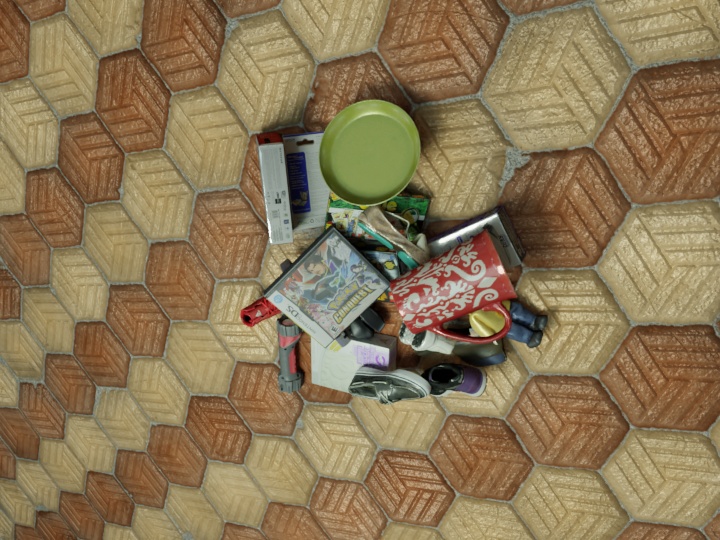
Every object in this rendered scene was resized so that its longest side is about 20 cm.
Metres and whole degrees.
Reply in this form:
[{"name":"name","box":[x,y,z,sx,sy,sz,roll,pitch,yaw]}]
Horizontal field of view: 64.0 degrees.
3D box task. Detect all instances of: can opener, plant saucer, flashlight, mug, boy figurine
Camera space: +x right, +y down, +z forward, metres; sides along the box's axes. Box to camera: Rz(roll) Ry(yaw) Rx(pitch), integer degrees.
[{"name":"can opener","box":[-0.039,0.081,1.279,0.200,0.063,0.079,39,85,-7]},{"name":"plant saucer","box":[0.018,-0.218,1.083,0.198,0.031,0.202,-2,85,17]},{"name":"flashlight","box":[-0.169,0.206,1.419,0.067,0.068,0.202,10,119,23]},{"name":"mug","box":[0.168,0.043,1.029,0.199,0.179,0.134,-24,144,13]},{"name":"boy figurine","box":[0.264,0.077,1.135,0.199,0.064,0.125,25,79,-2]}]

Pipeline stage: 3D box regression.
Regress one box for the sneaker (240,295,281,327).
[{"name":"sneaker","box":[-0.201,0.084,1.350,0.199,0.115,0.079,-32,95,31]}]

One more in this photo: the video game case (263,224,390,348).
[{"name":"video game case","box":[-0.065,0.037,1.176,0.200,0.026,0.181,-43,113,8]}]

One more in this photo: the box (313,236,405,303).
[{"name":"box","box":[0.000,0.000,1.247,0.198,0.040,0.138,5,129,23]}]

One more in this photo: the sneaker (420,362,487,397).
[{"name":"sneaker","box":[0.170,0.221,1.215,0.087,0.076,0.200,20,159,-25]}]

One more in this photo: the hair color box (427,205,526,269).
[{"name":"hair color box","box":[0.211,-0.035,1.141,0.199,0.065,0.110,-24,99,32]}]

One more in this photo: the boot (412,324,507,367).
[{"name":"boot","box":[0.211,0.172,1.219,0.199,0.075,0.098,-23,97,28]}]

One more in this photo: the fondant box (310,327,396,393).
[{"name":"fondant box","box":[-0.017,0.213,1.352,0.198,0.058,0.146,9,114,20]}]

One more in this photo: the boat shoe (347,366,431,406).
[{"name":"boat shoe","box":[0.059,0.258,1.236,0.199,0.071,0.072,-4,128,42]}]

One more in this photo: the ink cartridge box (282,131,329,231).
[{"name":"ink cartridge box","box":[-0.111,-0.189,1.215,0.094,0.037,0.202,-10,113,-15]}]

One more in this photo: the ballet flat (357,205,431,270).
[{"name":"ballet flat","box":[0.086,-0.058,1.117,0.200,0.068,0.067,39,83,-8]}]

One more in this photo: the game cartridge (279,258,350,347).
[{"name":"game cartridge","box":[-0.102,0.071,1.268,0.038,0.130,0.200,-40,114,-3]}]

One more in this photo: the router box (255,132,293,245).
[{"name":"router box","box":[-0.180,-0.176,1.201,0.048,0.180,0.202,-8,111,-9]}]

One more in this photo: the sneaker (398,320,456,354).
[{"name":"sneaker","box":[0.133,0.129,1.185,0.080,0.200,0.076,18,96,-13]}]

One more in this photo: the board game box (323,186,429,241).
[{"name":"board game box","box":[0.031,-0.110,1.153,0.198,0.024,0.106,3,121,-12]}]

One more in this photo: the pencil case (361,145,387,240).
[{"name":"pencil case","box":[0.009,-0.163,1.174,0.089,0.078,0.201,29,120,12]}]
